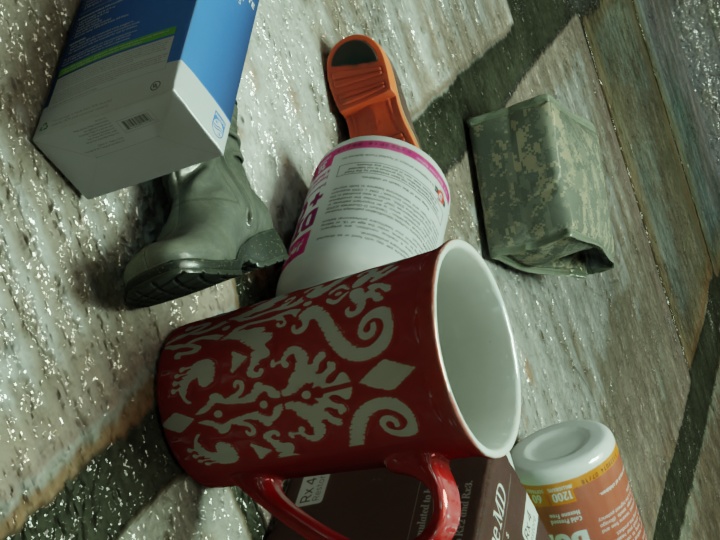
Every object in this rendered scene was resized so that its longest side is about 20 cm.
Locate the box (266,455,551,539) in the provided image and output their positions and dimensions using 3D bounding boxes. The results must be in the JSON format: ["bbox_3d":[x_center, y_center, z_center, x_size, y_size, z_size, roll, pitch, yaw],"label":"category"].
[{"bbox_3d":[0.045,0.247,0.984,0.201,0.163,0.166,62,28,-30],"label":"box"}]

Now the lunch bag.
[{"bbox_3d":[0.211,-0.084,1.587,0.200,0.117,0.165,16,62,-58],"label":"lunch bag"}]

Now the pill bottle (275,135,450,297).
[{"bbox_3d":[0.000,0.000,1.079,0.114,0.113,0.200,60,28,-33],"label":"pill bottle"}]

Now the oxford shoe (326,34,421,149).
[{"bbox_3d":[0.026,-0.102,1.248,0.072,0.071,0.201,15,64,-69],"label":"oxford shoe"}]

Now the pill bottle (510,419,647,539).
[{"bbox_3d":[0.226,0.261,1.445,0.201,0.112,0.112,69,25,-15],"label":"pill bottle"}]

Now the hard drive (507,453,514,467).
[{"bbox_3d":[0.115,0.195,1.273,0.132,0.026,0.201,48,20,-45],"label":"hard drive"}]

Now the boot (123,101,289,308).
[{"bbox_3d":[-0.115,-0.052,0.928,0.200,0.067,0.131,-25,96,-73],"label":"boot"}]

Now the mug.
[{"bbox_3d":[-0.020,0.081,0.886,0.134,0.199,0.178,58,30,-36],"label":"mug"}]

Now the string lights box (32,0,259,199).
[{"bbox_3d":[-0.124,-0.147,0.894,0.059,0.102,0.201,52,34,-40],"label":"string lights box"}]
